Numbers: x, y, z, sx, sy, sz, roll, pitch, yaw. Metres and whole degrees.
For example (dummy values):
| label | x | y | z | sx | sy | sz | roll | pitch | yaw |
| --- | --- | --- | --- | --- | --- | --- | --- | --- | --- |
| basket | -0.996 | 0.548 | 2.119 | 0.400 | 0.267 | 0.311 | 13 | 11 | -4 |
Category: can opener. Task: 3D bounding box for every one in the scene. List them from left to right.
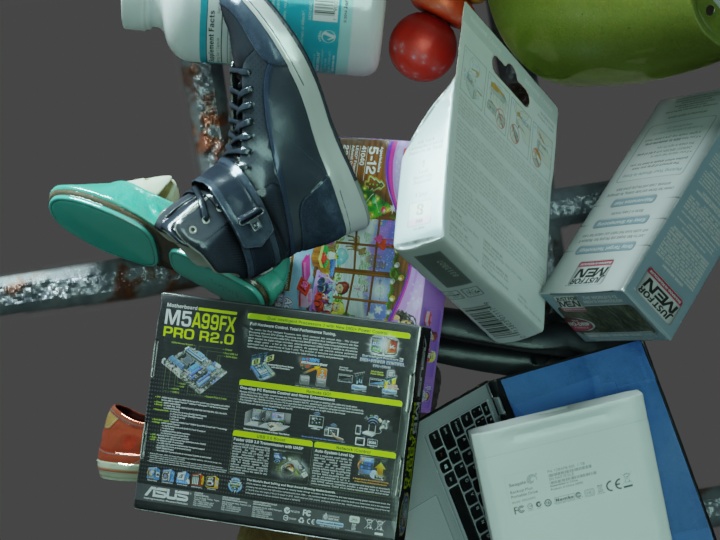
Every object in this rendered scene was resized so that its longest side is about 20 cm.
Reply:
| label | x | y | z | sx | sy | sz | roll | pitch | yaw |
| --- | --- | --- | --- | --- | --- | --- | --- | --- | --- |
| can opener | 0.124 | 0.059 | 1.314 | 0.198 | 0.079 | 0.064 | 2 | 126 | 1 |

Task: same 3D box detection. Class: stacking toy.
| label | x | y | z | sx | sy | sz | roll | pitch | yaw |
| --- | --- | --- | --- | --- | --- | --- | --- | --- | --- |
| stacking toy | 0.079 | -0.243 | 1.313 | 0.085 | 0.085 | 0.201 | 28 | 93 | -1 |

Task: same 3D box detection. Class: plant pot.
| label | x | y | z | sx | sy | sz | roll | pitch | yaw |
| --- | --- | --- | --- | --- | --- | --- | --- | --- | --- |
| plant pot | 0.219 | -0.217 | 1.220 | 0.186 | 0.200 | 0.189 | -6 | 104 | -25 |

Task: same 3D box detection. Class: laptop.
| label | x | y | z | sx | sy | sz | roll | pitch | yaw |
| --- | --- | --- | --- | --- | --- | --- | --- | --- | --- |
| laptop | 0.137 | 0.178 | 1.256 | 0.199 | 0.116 | 0.189 | -26 | 98 | -31 |

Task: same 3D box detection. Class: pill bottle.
| label | x | y | z | sx | sy | sz | roll | pitch | yaw |
| --- | --- | --- | --- | --- | --- | --- | --- | --- | --- |
| pill bottle | -0.080 | -0.211 | 1.284 | 0.198 | 0.111 | 0.112 | 5 | 87 | -2 |

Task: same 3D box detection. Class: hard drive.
| label | x | y | z | sx | sy | sz | roll | pitch | yaw |
| --- | --- | --- | --- | --- | --- | --- | --- | --- | --- |
| hard drive | 0.164 | 0.201 | 1.243 | 0.131 | 0.027 | 0.202 | -13 | 96 | -4 |

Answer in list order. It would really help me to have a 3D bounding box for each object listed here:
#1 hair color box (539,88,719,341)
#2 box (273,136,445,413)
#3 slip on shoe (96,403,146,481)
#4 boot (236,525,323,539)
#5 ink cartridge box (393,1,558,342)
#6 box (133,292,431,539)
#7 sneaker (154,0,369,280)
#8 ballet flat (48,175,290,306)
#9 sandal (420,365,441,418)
| label | x | y | z | sx | sy | sz | roll | pitch | yaw |
| --- | --- | --- | --- | --- | --- | --- | --- | --- | --- |
| hair color box | 0.229 | -0.042 | 1.261 | 0.061 | 0.099 | 0.201 | 44 | 67 | -22 |
| box | 0.000 | 0.000 | 1.281 | 0.136 | 0.039 | 0.202 | 6 | 87 | 32 |
| slip on shoe | -0.104 | 0.127 | 1.290 | 0.198 | 0.074 | 0.062 | -1 | 91 | 3 |
| boot | -0.065 | 0.281 | 1.286 | 0.075 | 0.074 | 0.202 | 3 | 74 | 10 |
| ink cartridge box | 0.090 | -0.070 | 1.254 | 0.057 | 0.162 | 0.202 | -15 | 56 | 28 |
| box | -0.057 | 0.107 | 1.223 | 0.198 | 0.044 | 0.162 | 6 | 87 | 12 |
| sneaker | -0.094 | -0.092 | 1.206 | 0.145 | 0.077 | 0.204 | -26 | 103 | -12 |
| ballet flat | -0.141 | -0.033 | 1.297 | 0.199 | 0.068 | 0.071 | 23 | 57 | 13 |
| sandal | 0.014 | 0.166 | 1.299 | 0.048 | 0.075 | 0.202 | 14 | 79 | 17 |
